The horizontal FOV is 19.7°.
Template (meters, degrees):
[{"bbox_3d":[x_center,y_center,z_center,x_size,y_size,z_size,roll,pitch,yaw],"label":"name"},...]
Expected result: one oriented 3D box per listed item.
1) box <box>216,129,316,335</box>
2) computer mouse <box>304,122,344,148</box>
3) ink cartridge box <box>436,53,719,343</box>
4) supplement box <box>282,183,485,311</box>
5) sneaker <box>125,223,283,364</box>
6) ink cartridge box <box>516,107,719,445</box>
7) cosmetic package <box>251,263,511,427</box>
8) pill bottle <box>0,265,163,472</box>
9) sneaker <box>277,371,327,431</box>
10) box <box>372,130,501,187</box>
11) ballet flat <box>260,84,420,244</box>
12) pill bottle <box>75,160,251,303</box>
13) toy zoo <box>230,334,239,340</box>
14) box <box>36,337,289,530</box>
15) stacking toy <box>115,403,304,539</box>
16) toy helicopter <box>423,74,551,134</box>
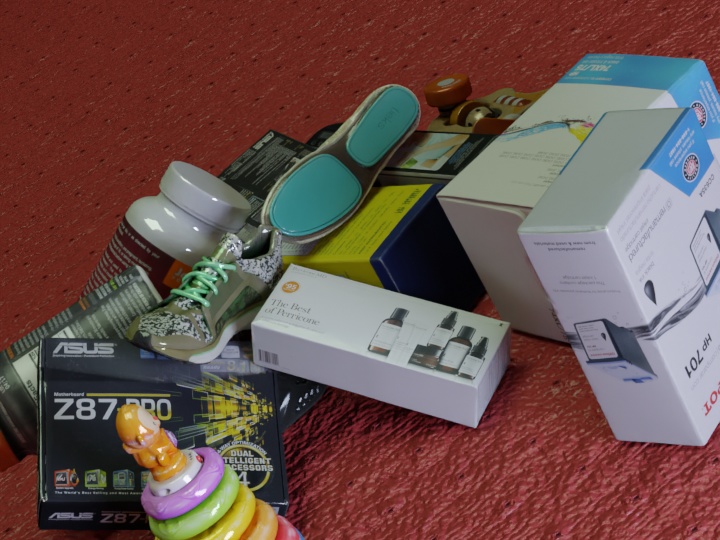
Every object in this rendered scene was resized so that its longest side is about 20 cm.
[{"bbox_3d":[-0.100,-0.041,2.012,0.200,0.050,0.157,-43,43,-22],"label":"box"},{"bbox_3d":[-0.076,-0.073,2.114,0.139,0.046,0.201,5,47,33],"label":"computer mouse"},{"bbox_3d":[0.197,-0.058,1.690,0.200,0.147,0.146,-42,29,-23],"label":"ink cartridge box"},{"bbox_3d":[0.000,0.000,1.841,0.199,0.110,0.109,0,39,45],"label":"supplement box"},{"bbox_3d":[-0.125,0.012,1.709,0.076,0.089,0.200,18,26,25],"label":"sneaker"},{"bbox_3d":[0.213,0.005,1.500,0.085,0.201,0.147,-2,38,43],"label":"ink cartridge box"},{"bbox_3d":[0.017,0.058,1.688,0.198,0.051,0.083,15,42,18],"label":"cosmetic package"},{"bbox_3d":[-0.247,0.091,1.782,0.199,0.107,0.106,-33,26,-5],"label":"pill bottle"},{"bbox_3d":[-0.128,0.129,1.793,0.199,0.077,0.114,-43,26,-29],"label":"sneaker"},{"bbox_3d":[0.077,-0.063,1.866,0.060,0.117,0.199,-46,31,-24],"label":"box"},{"bbox_3d":[-0.018,-0.086,1.830,0.200,0.068,0.062,-44,2,-25],"label":"ballet flat"},{"bbox_3d":[-0.184,0.007,1.892,0.201,0.112,0.113,-60,23,11],"label":"pill bottle"},{"bbox_3d":[-0.179,0.064,2.019,0.130,0.021,0.200,-26,26,10],"label":"toy zoo"},{"bbox_3d":[-0.163,0.133,1.677,0.198,0.049,0.162,2,49,-11],"label":"box"},{"bbox_3d":[-0.125,0.176,1.557,0.109,0.201,0.116,-29,25,3],"label":"stacking toy"},{"bbox_3d":[0.161,-0.154,1.987,0.198,0.080,0.132,-17,20,0],"label":"toy helicopter"}]
